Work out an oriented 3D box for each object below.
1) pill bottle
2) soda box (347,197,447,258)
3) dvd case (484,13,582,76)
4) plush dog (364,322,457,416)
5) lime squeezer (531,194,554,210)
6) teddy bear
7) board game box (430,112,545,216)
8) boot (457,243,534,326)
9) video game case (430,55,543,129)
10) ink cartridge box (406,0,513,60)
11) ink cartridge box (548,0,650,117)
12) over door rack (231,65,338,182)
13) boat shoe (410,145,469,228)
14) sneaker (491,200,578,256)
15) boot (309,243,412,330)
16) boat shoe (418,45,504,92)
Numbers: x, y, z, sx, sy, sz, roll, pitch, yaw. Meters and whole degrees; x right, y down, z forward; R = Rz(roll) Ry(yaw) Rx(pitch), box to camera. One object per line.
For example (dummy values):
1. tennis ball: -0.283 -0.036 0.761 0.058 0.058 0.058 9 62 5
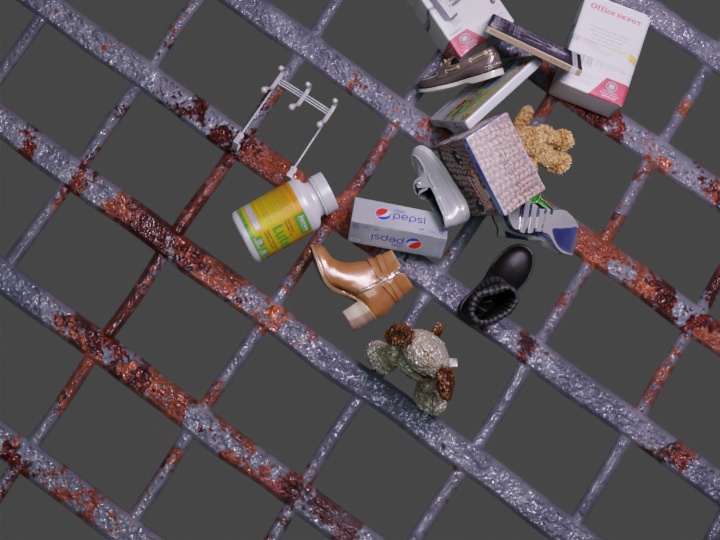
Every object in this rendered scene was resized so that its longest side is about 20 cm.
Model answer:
1. pill bottle: -0.147 -0.111 1.570 0.197 0.111 0.113 -29 85 -5
2. soda box: 0.076 -0.085 1.588 0.195 0.064 0.069 10 51 -1
3. dvd case: 0.338 -0.440 1.533 0.197 0.149 0.016 25 119 1
4. plush dog: 0.122 0.166 1.517 0.199 0.172 0.161 40 83 4
5. lime squeezer: 0.345 -0.160 1.602 0.038 0.071 0.199 -41 128 12
6. teddy bear: 0.348 -0.266 1.627 0.197 0.067 0.147 29 81 1
7. board game box: 0.240 -0.198 1.524 0.096 0.200 0.161 -31 99 -10
8. boot: 0.280 0.029 1.545 0.079 0.158 0.212 40 84 3
9. video game case: 0.248 -0.356 1.581 0.199 0.182 0.023 -42 110 -6
10. ink cartridge box: 0.203 -0.547 1.645 0.144 0.085 0.202 -33 84 -6
11. ink cartridge box: 0.496 -0.445 1.643 0.145 0.086 0.204 21 82 1
12. over door rack: -0.153 -0.302 1.614 0.146 0.067 0.202 31 83 2
13. boat shoe: 0.143 -0.166 1.583 0.067 0.072 0.202 -23 67 -14
14. sneaker: 0.341 -0.095 1.604 0.196 0.114 0.082 19 85 -30
15. boot: 0.000 0.000 1.585 0.153 0.074 0.202 -34 98 -4
16. boat shoe: 0.196 -0.401 1.588 0.071 0.197 0.061 -27 107 -43
